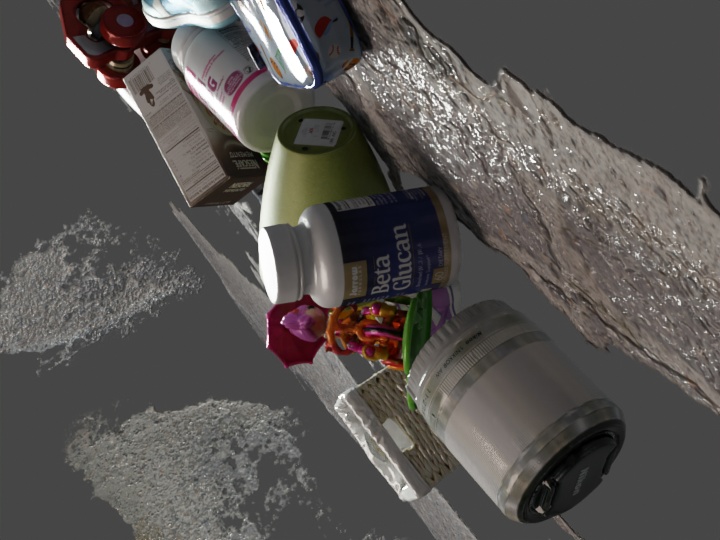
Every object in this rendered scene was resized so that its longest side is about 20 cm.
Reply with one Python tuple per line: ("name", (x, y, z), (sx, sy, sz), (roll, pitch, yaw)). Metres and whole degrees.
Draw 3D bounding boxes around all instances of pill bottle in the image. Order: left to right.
("pill bottle", (-0.152, -0.243, 1.625), (0.200, 0.113, 0.114), (45, 167, 40))
("pill bottle", (-0.002, -0.021, 1.371), (0.111, 0.199, 0.112), (170, 90, -76))

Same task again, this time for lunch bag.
("lunch bag", (-0.079, -0.269, 1.334), (0.161, 0.075, 0.200), (60, 167, -19))

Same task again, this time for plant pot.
("plant pot", (-0.041, -0.087, 1.538), (0.187, 0.186, 0.201), (45, 152, 41))

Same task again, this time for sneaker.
("sneaker", (-0.225, -0.370, 1.598), (0.199, 0.080, 0.131), (11, 138, 46))
("sneaker", (0.073, 0.066, 1.630), (0.073, 0.114, 0.201), (45, 168, 31))

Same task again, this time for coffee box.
("coffee box", (-0.217, -0.191, 1.736), (0.201, 0.080, 0.114), (61, -154, 8))

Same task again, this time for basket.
("basket", (0.080, 0.235, 2.015), (0.199, 0.160, 0.200), (53, 171, 6))

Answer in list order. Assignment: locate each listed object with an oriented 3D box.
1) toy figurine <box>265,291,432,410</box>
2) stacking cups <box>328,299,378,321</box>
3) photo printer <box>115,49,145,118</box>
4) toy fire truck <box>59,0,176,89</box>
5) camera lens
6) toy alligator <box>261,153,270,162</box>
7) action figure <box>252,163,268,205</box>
("toy figurine", (-0.021, 0.071, 1.457), (0.200, 0.183, 0.151), (42, -126, -79))
("stacking cups", (0.000, 0.000, 1.640), (0.201, 0.060, 0.061), (-81, -32, -50))
("photo printer", (-0.295, -0.283, 1.989), (0.167, 0.070, 0.199), (48, -154, 25))
("toy fire truck", (-0.347, -0.372, 1.877), (0.168, 0.200, 0.112), (46, 147, 17))
("camera lens", (0.164, 0.149, 1.352), (0.200, 0.160, 0.160), (48, 168, 31))
("toy alligator", (-0.122, -0.195, 1.771), (0.059, 0.054, 0.200), (46, 167, 30))
("action figure", (-0.159, -0.158, 1.937), (0.193, 0.105, 0.200), (44, 180, -28))
